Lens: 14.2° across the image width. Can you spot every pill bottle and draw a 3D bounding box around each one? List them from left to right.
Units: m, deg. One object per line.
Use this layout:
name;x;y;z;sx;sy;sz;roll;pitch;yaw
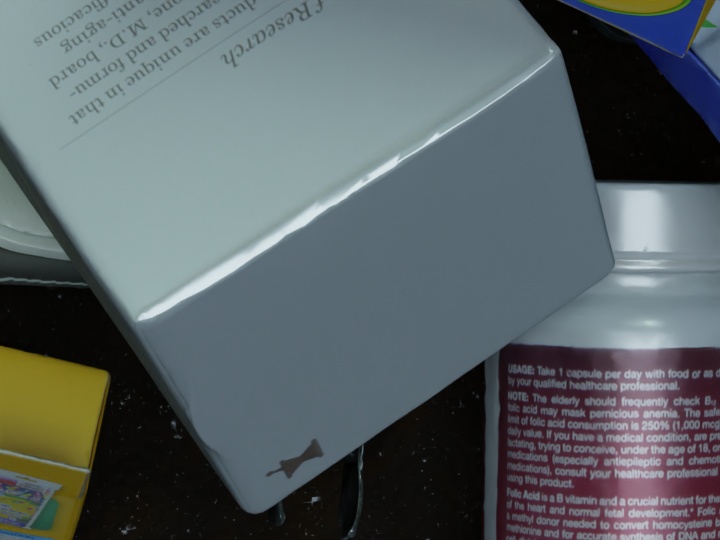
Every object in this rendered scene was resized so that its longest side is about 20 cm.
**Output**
pill bottle;0.105;0.065;1.132;0.114;0.114;0.201;1;93;-5

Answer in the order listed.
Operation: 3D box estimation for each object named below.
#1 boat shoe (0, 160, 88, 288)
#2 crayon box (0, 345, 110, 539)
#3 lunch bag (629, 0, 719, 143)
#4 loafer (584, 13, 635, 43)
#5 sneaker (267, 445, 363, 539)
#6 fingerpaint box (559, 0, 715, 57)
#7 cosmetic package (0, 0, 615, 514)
boat shoe;-0.175;-0.026;1.129;0.201;0.072;0.060;12;133;-17
crayon box;-0.162;0.067;1.065;0.125;0.200;0.052;13;68;-6
lunch bag;0.205;-0.090;1.065;0.199;0.170;0.124;-16;133;-19
loafer;0.183;-0.147;1.153;0.200;0.063;0.072;-28;95;-3
sneaker;-0.003;-0.001;1.123;0.060;0.104;0.201;12;92;-5
fingerpaint box;0.042;-0.180;0.883;0.199;0.167;0.073;26;51;7
cosmetic package;-0.040;-0.059;1.016;0.166;0.167;0.200;-34;62;-6
